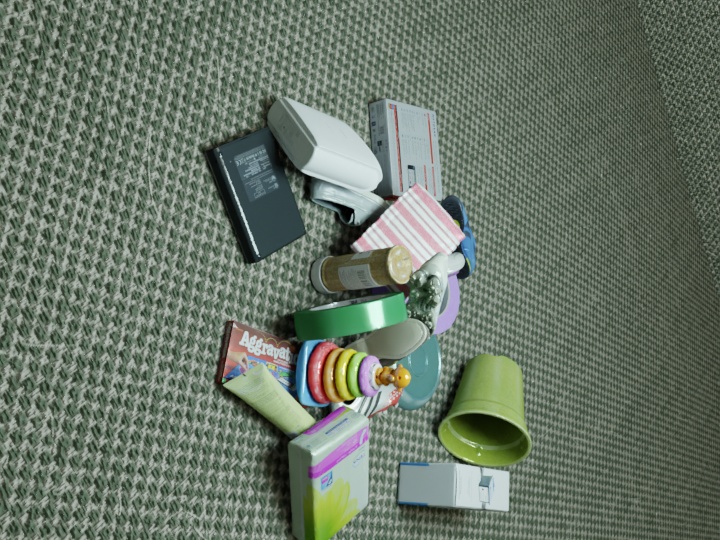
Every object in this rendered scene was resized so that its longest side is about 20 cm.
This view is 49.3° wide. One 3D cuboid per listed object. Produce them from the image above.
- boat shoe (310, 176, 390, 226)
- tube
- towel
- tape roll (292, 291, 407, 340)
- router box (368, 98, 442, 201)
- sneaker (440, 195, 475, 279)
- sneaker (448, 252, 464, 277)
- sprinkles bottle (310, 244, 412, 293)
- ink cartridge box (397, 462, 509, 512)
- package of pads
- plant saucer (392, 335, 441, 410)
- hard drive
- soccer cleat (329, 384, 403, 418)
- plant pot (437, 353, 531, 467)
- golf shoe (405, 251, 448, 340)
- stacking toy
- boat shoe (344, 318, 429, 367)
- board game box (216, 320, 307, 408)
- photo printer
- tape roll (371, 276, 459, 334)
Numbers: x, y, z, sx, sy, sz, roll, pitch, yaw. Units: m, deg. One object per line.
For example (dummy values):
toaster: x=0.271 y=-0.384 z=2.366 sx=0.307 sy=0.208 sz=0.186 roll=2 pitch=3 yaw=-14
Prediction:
boat shoe: x=-0.021 y=-0.122 z=1.505 sx=0.199 sy=0.069 sz=0.073 roll=26 pitch=70 yaw=-38
tube: x=-0.139 y=0.222 z=1.303 sx=0.058 sy=0.051 sz=0.200 roll=-57 pitch=133 yaw=-20
towel: x=0.091 y=-0.054 z=1.483 sx=0.147 sy=0.030 sz=0.200 roll=47 pitch=68 yaw=-1
tape roll: x=-0.018 y=0.079 z=1.369 sx=0.199 sy=0.198 sz=0.049 roll=-12 pitch=93 yaw=-49
router box: x=0.099 y=-0.248 z=1.670 sx=0.178 sy=0.048 sz=0.204 roll=1 pitch=83 yaw=-49
sneaker: x=0.220 y=-0.083 z=1.760 sx=0.079 sy=0.065 sz=0.203 roll=-50 pitch=133 yaw=-49
sneaker: x=0.133 y=-0.024 z=1.546 sx=0.198 sy=0.074 sz=0.101 roll=-14 pitch=86 yaw=-43
sprinkles bottle: x=0.000 y=0.000 z=1.402 sx=0.068 sy=0.198 sz=0.070 roll=9 pitch=78 yaw=-46
ink cartridge box: x=0.191 y=0.441 z=1.594 sx=0.199 sy=0.145 sz=0.087 roll=20 pitch=67 yaw=-46
package of pads: x=-0.051 y=0.351 z=1.352 sx=0.154 sy=0.067 sz=0.203 roll=-26 pitch=124 yaw=-47
plant saucer: x=0.113 y=0.188 z=1.635 sx=0.199 sy=0.027 sz=0.204 roll=11 pitch=75 yaw=-48
hard drive: x=-0.175 y=-0.130 z=1.350 sx=0.139 sy=0.033 sz=0.203 roll=-34 pitch=109 yaw=-46
soccer cleat: x=0.013 y=0.236 z=1.484 sx=0.199 sy=0.068 sz=0.087 roll=-28 pitch=109 yaw=-43
plant pot: x=0.280 y=0.292 z=1.707 sx=0.201 sy=0.198 sz=0.186 roll=51 pitch=39 yaw=-30
golf shoe: x=0.123 y=0.050 z=1.428 sx=0.078 sy=0.201 sz=0.098 roll=28 pitch=51 yaw=9
stacking toy: x=-0.003 y=0.178 z=1.345 sx=0.109 sy=0.197 sz=0.118 roll=21 pitch=70 yaw=-60
boat shoe: x=0.050 y=0.141 z=1.444 sx=0.059 sy=0.199 sz=0.073 roll=11 pitch=56 yaw=-51
board game box: x=-0.155 y=0.163 z=1.336 sx=0.199 sy=0.019 sz=0.105 roll=27 pitch=64 yaw=-44
photo printer: x=-0.056 y=-0.222 z=1.418 sx=0.198 sy=0.070 sz=0.167 roll=14 pitch=33 yaw=-47
tape roll: x=0.114 y=0.037 z=1.606 sx=0.198 sy=0.065 sz=0.203 roll=15 pitch=66 yaw=-37
